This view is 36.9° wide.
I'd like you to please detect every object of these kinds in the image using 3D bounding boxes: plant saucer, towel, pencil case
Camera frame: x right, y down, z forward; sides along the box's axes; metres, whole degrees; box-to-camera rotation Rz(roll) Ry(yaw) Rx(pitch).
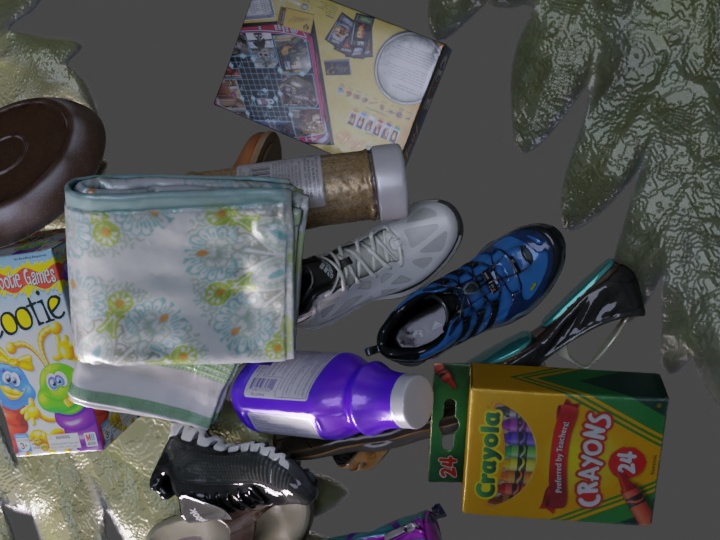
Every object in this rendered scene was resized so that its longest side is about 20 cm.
[{"bbox_3d":[-0.350,-0.106,1.079,0.198,0.032,0.202,-12,49,13],"label":"plant saucer"},{"bbox_3d":[-0.170,0.054,0.980,0.148,0.031,0.201,13,119,-23],"label":"towel"},{"bbox_3d":[-0.012,0.281,1.008,0.198,0.085,0.093,-16,121,9],"label":"pencil case"},{"bbox_3d":[-0.146,0.003,0.914,0.198,0.048,0.173,0,118,-9],"label":"towel"}]

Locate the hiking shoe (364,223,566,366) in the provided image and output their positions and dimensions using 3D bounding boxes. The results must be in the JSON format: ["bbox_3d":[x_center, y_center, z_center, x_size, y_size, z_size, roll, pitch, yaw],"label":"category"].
[{"bbox_3d":[0.101,0.029,0.977,0.199,0.087,0.075,-37,81,14],"label":"hiking shoe"}]

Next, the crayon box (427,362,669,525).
[{"bbox_3d":[0.159,0.151,0.942,0.198,0.051,0.128,2,112,5],"label":"crayon box"}]

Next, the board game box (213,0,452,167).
[{"bbox_3d":[-0.029,-0.185,1.039,0.199,0.035,0.137,25,98,15],"label":"board game box"}]

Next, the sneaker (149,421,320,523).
[{"bbox_3d":[-0.126,0.205,1.023,0.199,0.067,0.091,9,56,38],"label":"sneaker"}]

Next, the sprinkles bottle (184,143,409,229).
[{"bbox_3d":[-0.057,-0.069,0.972,0.198,0.068,0.069,-7,89,0],"label":"sprinkles bottle"}]

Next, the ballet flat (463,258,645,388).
[{"bbox_3d":[0.170,0.072,0.971,0.199,0.068,0.069,-37,91,15],"label":"ballet flat"}]

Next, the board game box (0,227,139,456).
[{"bbox_3d":[-0.298,0.067,1.066,0.104,0.103,0.202,-7,104,17],"label":"board game box"}]

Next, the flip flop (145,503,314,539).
[{"bbox_3d":[-0.134,0.258,1.069,0.198,0.058,0.082,-21,85,16],"label":"flip flop"}]

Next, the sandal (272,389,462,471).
[{"bbox_3d":[0.011,0.157,1.025,0.198,0.082,0.055,-11,114,12],"label":"sandal"}]

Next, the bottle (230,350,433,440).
[{"bbox_3d":[-0.026,0.114,0.990,0.199,0.084,0.066,-2,125,38],"label":"bottle"}]

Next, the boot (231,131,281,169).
[{"bbox_3d":[-0.172,-0.065,1.068,0.154,0.074,0.202,25,93,21],"label":"boot"}]

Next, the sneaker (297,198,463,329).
[{"bbox_3d":[0.000,0.001,0.992,0.199,0.115,0.076,-31,83,15],"label":"sneaker"}]
